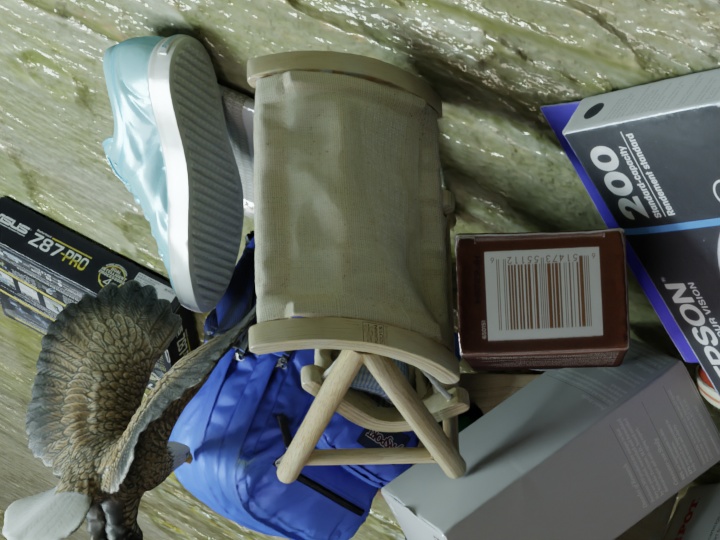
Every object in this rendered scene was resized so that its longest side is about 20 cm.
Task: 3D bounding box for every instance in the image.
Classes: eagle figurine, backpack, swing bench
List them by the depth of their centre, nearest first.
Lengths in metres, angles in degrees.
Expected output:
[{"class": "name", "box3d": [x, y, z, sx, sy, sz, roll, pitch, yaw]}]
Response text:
[{"class": "swing bench", "box3d": [0.000, 0.000, 1.265, 0.128, 0.201, 0.201, -2, 150, 1]}, {"class": "eagle figurine", "box3d": [-0.149, 0.105, 1.361, 0.150, 0.202, 0.151, 8, -179, -3]}, {"class": "backpack", "box3d": [-0.037, 0.093, 1.462, 0.162, 0.201, 0.167, 34, 169, -36]}]

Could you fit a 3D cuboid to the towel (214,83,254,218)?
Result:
[{"class": "towel", "box3d": [-0.056, -0.067, 1.457, 0.199, 0.024, 0.147, 26, 154, 16]}]

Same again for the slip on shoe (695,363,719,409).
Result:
[{"class": "slip on shoe", "box3d": [0.276, 0.054, 1.247, 0.200, 0.074, 0.062, -5, 101, 63]}]

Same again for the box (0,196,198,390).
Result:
[{"class": "box", "box3d": [-0.240, 0.030, 1.832, 0.199, 0.049, 0.162, 26, 153, 15]}]

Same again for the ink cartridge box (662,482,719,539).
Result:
[{"class": "ink cartridge box", "box3d": [0.288, 0.225, 1.437, 0.084, 0.145, 0.200, 38, 155, -16]}]

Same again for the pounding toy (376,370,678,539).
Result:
[{"class": "pounding toy", "box3d": [0.124, 0.127, 1.502, 0.199, 0.143, 0.183, 34, 159, -31]}]

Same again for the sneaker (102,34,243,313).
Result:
[{"class": "sneaker", "box3d": [-0.135, -0.069, 1.424, 0.081, 0.074, 0.202, 9, 114, 32]}]

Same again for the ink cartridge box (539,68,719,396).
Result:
[{"class": "ink cartridge box", "box3d": [0.201, -0.016, 1.168, 0.199, 0.043, 0.199, -6, 121, 56]}]

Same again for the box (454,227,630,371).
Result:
[{"class": "box", "box3d": [0.111, 0.021, 1.238, 0.099, 0.076, 0.200, -2, 173, 5]}]

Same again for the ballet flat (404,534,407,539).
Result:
[{"class": "ballet flat", "box3d": [0.080, 0.214, 1.456, 0.068, 0.069, 0.200, 6, 155, 35]}]

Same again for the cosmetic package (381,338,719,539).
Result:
[{"class": "cosmetic package", "box3d": [0.125, 0.132, 1.338, 0.091, 0.199, 0.107, 58, 169, -22]}]
